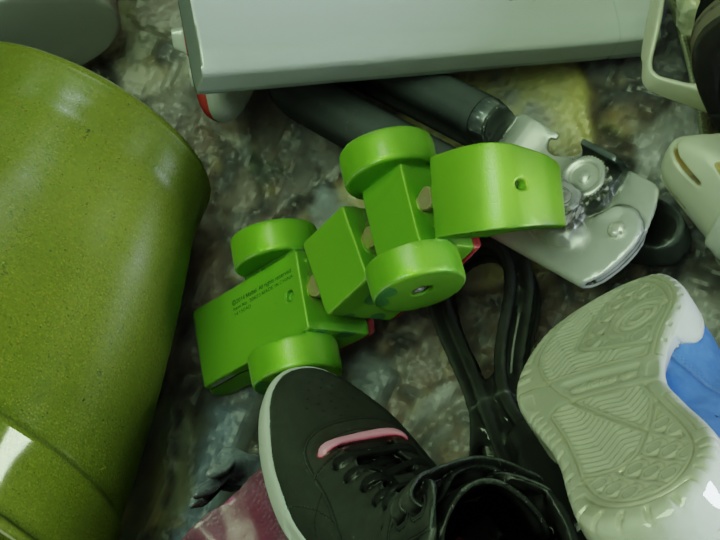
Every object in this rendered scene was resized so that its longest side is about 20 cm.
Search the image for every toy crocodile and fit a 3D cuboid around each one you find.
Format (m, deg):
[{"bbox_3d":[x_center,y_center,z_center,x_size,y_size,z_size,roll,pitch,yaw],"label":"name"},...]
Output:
[{"bbox_3d":[0.000,0.000,0.910,0.200,0.062,0.068,-35,59,40],"label":"toy crocodile"}]

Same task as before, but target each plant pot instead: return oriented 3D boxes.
[{"bbox_3d":[-0.157,0.017,0.921,0.200,0.200,0.193,18,67,21],"label":"plant pot"}]

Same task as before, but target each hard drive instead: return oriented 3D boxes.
[{"bbox_3d":[0.018,-0.145,0.946,0.199,0.027,0.132,-6,70,-16],"label":"hard drive"}]

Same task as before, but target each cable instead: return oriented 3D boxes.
[{"bbox_3d":[0.063,0.075,0.891,0.097,0.050,0.200,-31,49,5],"label":"cable"}]

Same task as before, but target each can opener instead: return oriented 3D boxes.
[{"bbox_3d":[0.045,-0.046,0.943,0.200,0.066,0.053,31,80,31],"label":"can opener"}]

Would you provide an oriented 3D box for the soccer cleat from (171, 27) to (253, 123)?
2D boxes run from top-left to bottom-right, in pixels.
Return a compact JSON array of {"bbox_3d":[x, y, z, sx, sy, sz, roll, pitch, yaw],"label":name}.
[{"bbox_3d":[-0.029,-0.157,0.988,0.085,0.069,0.201,6,65,11],"label":"soccer cleat"}]

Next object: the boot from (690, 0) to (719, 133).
[{"bbox_3d":[0.182,-0.113,0.854,0.073,0.200,0.151,-23,60,36],"label":"boot"}]

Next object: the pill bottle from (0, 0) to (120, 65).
[{"bbox_3d":[-0.168,-0.192,1.019,0.112,0.112,0.201,-18,69,10],"label":"pill bottle"}]

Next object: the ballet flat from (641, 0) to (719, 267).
[{"bbox_3d":[0.147,-0.059,0.905,0.063,0.067,0.201,1,66,-11],"label":"ballet flat"}]

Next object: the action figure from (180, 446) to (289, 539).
[{"bbox_3d":[0.005,0.166,0.882,0.200,0.134,0.149,32,42,11],"label":"action figure"}]

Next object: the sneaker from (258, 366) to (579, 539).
[{"bbox_3d":[0.024,0.083,0.800,0.071,0.099,0.200,-12,47,-24],"label":"sneaker"}]

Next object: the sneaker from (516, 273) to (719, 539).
[{"bbox_3d":[0.117,0.082,0.789,0.077,0.200,0.111,-31,108,8],"label":"sneaker"}]

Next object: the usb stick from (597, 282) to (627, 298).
[{"bbox_3d":[0.143,0.087,0.849,0.033,0.055,0.200,-43,50,23],"label":"usb stick"}]
